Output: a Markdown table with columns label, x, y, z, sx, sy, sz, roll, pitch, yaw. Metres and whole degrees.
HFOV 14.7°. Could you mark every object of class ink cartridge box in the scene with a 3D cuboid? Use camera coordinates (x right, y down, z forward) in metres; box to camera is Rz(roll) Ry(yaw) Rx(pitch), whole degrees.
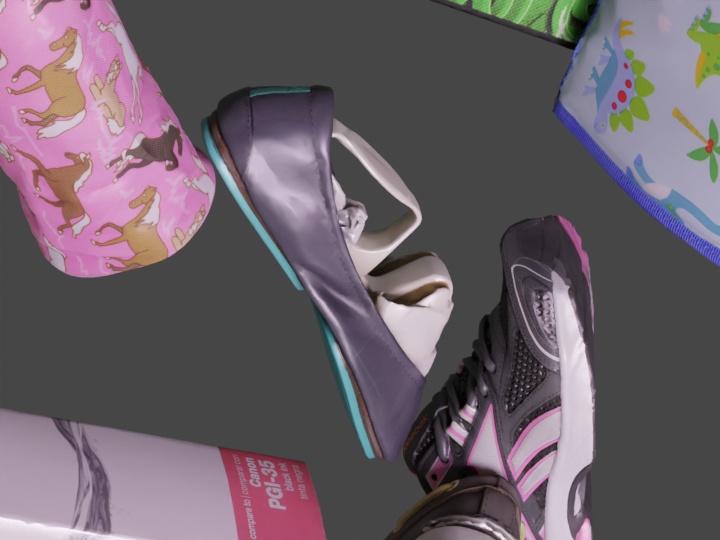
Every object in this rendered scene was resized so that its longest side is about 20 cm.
| label | x | y | z | sx | sy | sz | roll | pitch | yaw |
| --- | --- | --- | --- | --- | --- | --- | --- | --- | --- |
| ink cartridge box | -0.133 | 0.145 | 1.249 | 0.199 | 0.083 | 0.147 | 12 | 124 | -20 |

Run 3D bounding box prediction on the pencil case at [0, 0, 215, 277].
| label | x | y | z | sx | sy | sz | roll | pitch | yaw |
| --- | --- | --- | --- | --- | --- | --- | --- | --- | --- |
| pencil case | -0.126 | -0.086 | 1.071 | 0.082 | 0.087 | 0.200 | -8 | 132 | 23 |

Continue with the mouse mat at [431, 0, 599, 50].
| label | x | y | z | sx | sy | sz | roll | pitch | yaw |
| --- | --- | --- | --- | --- | --- | --- | --- | --- | --- |
| mouse mat | 0.110 | -0.173 | 1.102 | 0.160 | 0.008 | 0.200 | 16 | 123 | -22 |

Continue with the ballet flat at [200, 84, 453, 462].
| label | x | y | z | sx | sy | sz | roll | pitch | yaw |
| --- | --- | --- | --- | --- | --- | --- | --- | --- | --- |
| ballet flat | 0.000 | 0.000 | 1.175 | 0.073 | 0.073 | 0.200 | -22 | 126 | 6 |

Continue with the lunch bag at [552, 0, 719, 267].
| label | x | y | z | sx | sy | sz | roll | pitch | yaw |
| --- | --- | --- | --- | --- | --- | --- | --- | --- | --- |
| lunch bag | 0.190 | -0.082 | 1.102 | 0.199 | 0.128 | 0.170 | 28 | 128 | 6 |

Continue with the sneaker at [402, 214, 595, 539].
| label | x | y | z | sx | sy | sz | roll | pitch | yaw |
| --- | --- | --- | --- | --- | --- | --- | --- | --- | --- |
| sneaker | 0.061 | 0.070 | 1.237 | 0.086 | 0.080 | 0.201 | 0 | 122 | 3 |

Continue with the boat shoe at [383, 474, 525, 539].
| label | x | y | z | sx | sy | sz | roll | pitch | yaw |
| --- | --- | --- | --- | --- | --- | --- | --- | --- | --- |
| boat shoe | 0.016 | 0.169 | 1.250 | 0.072 | 0.060 | 0.202 | 29 | 129 | -6 |
